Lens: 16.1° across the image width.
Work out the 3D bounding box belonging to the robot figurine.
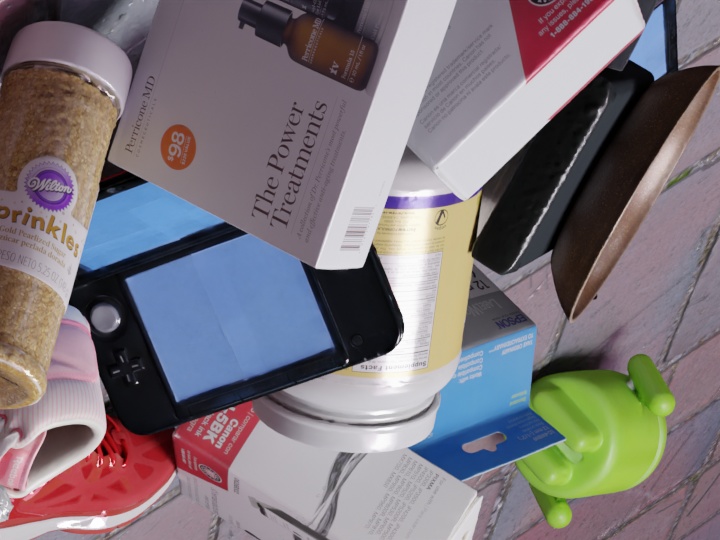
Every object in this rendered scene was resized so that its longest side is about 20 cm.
[{"bbox_3d":[0.213,0.152,2.382,0.176,0.116,0.200,-52,156,18],"label":"robot figurine"}]

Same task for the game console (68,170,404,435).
[{"bbox_3d":[-0.100,0.011,1.514,0.199,0.173,0.119,-19,-170,19],"label":"game console"}]

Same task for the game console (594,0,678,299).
[{"bbox_3d":[0.197,-0.103,1.893,0.176,0.116,0.200,-38,158,-9],"label":"game console"}]

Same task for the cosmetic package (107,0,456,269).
[{"bbox_3d":[-0.037,-0.122,1.345,0.052,0.150,0.201,0,113,-56],"label":"cosmetic package"}]

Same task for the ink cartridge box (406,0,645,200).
[{"bbox_3d":[0.036,-0.164,1.404,0.145,0.200,0.083,-43,162,3],"label":"ink cartridge box"}]

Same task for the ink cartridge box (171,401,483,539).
[{"bbox_3d":[-0.025,0.153,1.759,0.083,0.199,0.147,-56,169,-18],"label":"ink cartridge box"}]

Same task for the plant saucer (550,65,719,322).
[{"bbox_3d":[0.180,-0.059,1.726,0.201,0.037,0.201,-56,170,-15],"label":"plant saucer"}]

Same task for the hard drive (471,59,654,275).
[{"bbox_3d":[0.136,-0.071,1.671,0.140,0.033,0.200,-61,171,12],"label":"hard drive"}]

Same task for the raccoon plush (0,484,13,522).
[{"bbox_3d":[-0.231,0.034,1.336,0.097,0.200,0.134,-48,-177,-26],"label":"raccoon plush"}]

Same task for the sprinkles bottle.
[{"bbox_3d":[-0.173,-0.030,1.325,0.068,0.068,0.201,88,12,-62],"label":"sprinkles bottle"}]

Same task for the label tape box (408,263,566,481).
[{"bbox_3d":[0.049,0.052,1.812,0.143,0.200,0.066,-16,141,-47],"label":"label tape box"}]

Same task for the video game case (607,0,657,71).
[{"bbox_3d":[0.194,-0.255,1.587,0.201,0.025,0.181,112,-7,-47],"label":"video game case"}]

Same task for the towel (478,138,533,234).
[{"bbox_3d":[0.091,-0.086,1.720,0.132,0.034,0.201,-22,149,-40],"label":"towel"}]

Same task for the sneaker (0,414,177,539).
[{"bbox_3d":[-0.185,0.118,1.710,0.199,0.078,0.116,-22,152,-44],"label":"sneaker"}]

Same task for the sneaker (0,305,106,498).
[{"bbox_3d":[-0.237,0.078,1.454,0.199,0.105,0.076,-5,142,-25],"label":"sneaker"}]

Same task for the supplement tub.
[{"bbox_3d":[0.000,0.000,1.631,0.145,0.145,0.201,-18,123,-46],"label":"supplement tub"}]
